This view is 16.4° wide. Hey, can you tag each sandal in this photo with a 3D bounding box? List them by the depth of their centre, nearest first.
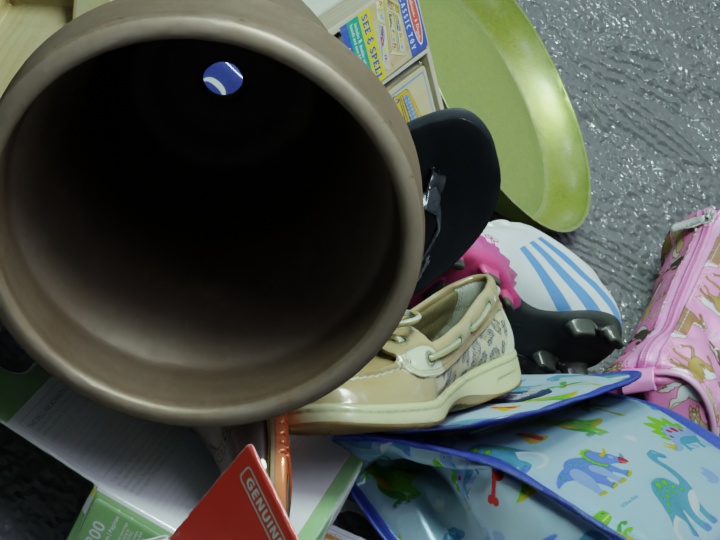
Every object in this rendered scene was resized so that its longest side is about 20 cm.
[{"bbox_3d":[0.000,0.001,1.302,0.076,0.200,0.043,42,7,-24],"label":"sandal"}]

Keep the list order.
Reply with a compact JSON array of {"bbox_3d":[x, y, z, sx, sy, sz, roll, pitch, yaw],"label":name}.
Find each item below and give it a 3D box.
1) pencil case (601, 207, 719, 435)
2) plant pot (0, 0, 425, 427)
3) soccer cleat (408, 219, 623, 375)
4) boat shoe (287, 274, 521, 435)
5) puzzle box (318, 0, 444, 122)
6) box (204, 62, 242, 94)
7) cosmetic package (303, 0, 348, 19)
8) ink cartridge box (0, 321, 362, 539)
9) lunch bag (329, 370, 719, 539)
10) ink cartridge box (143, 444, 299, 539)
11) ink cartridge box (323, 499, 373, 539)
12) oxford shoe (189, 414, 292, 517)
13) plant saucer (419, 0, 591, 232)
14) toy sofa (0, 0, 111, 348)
[{"bbox_3d":[0.202,0.041,1.532,0.086,0.083,0.200,40,39,-7],"label":"pencil case"},{"bbox_3d":[-0.071,-0.055,1.147,0.200,0.201,0.175,32,24,-16],"label":"plant pot"},{"bbox_3d":[0.070,0.004,1.421,0.199,0.070,0.087,23,34,-45],"label":"soccer cleat"},{"bbox_3d":[0.019,0.044,1.265,0.200,0.073,0.063,-15,100,-63],"label":"boat shoe"},{"bbox_3d":[0.013,-0.052,1.403,0.133,0.025,0.201,-42,122,-52],"label":"puzzle box"},{"bbox_3d":[-0.091,-0.055,1.325,0.200,0.121,0.032,41,11,-4],"label":"box"},{"bbox_3d":[-0.052,-0.134,1.435,0.073,0.104,0.200,32,35,11],"label":"cosmetic package"},{"bbox_3d":[-0.109,0.087,1.215,0.199,0.048,0.146,30,27,4],"label":"ink cartridge box"},{"bbox_3d":[0.103,0.123,1.332,0.199,0.128,0.170,32,24,28],"label":"lunch bag"},{"bbox_3d":[-0.059,0.204,1.072,0.043,0.174,0.201,-10,63,-37],"label":"ink cartridge box"},{"bbox_3d":[-0.003,0.191,1.257,0.160,0.050,0.200,27,23,-21],"label":"ink cartridge box"},{"bbox_3d":[-0.081,0.054,1.200,0.072,0.072,0.200,-10,43,-14],"label":"oxford shoe"},{"bbox_3d":[0.078,-0.110,1.559,0.200,0.031,0.201,44,32,-37],"label":"plant saucer"},{"bbox_3d":[-0.169,-0.059,1.219,0.082,0.098,0.201,3,45,19],"label":"toy sofa"}]
